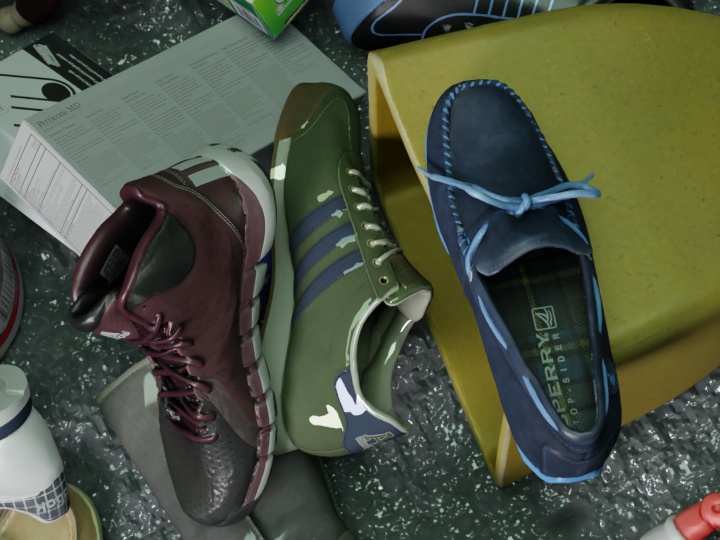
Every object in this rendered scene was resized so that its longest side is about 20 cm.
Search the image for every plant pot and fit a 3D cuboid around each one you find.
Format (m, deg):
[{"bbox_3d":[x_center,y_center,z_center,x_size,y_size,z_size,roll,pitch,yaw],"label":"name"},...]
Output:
[{"bbox_3d":[0.129,-0.030,1.400,0.199,0.194,0.196,-21,74,-6],"label":"plant pot"}]

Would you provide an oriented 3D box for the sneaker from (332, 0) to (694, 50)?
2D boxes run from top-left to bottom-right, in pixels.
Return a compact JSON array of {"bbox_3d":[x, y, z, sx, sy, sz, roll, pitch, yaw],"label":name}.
[{"bbox_3d":[0.087,-0.145,1.490,0.199,0.070,0.078,-15,67,1],"label":"sneaker"}]

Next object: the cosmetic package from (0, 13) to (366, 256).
[{"bbox_3d":[-0.093,-0.073,1.444,0.083,0.051,0.200,45,44,14],"label":"cosmetic package"}]

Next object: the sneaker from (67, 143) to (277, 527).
[{"bbox_3d":[-0.103,0.041,1.346,0.075,0.115,0.201,10,106,38],"label":"sneaker"}]

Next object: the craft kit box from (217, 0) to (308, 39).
[{"bbox_3d":[-0.057,-0.255,1.520,0.200,0.049,0.198,35,78,32],"label":"craft kit box"}]

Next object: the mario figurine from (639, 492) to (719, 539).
[{"bbox_3d":[0.222,0.138,1.411,0.123,0.106,0.200,1,59,44],"label":"mario figurine"}]

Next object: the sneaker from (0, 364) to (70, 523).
[{"bbox_3d":[-0.247,0.109,1.443,0.199,0.081,0.076,-7,31,34],"label":"sneaker"}]

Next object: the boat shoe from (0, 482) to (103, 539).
[{"bbox_3d":[-0.190,0.206,1.431,0.073,0.063,0.201,18,78,10],"label":"boat shoe"}]

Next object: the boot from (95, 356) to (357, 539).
[{"bbox_3d":[-0.084,0.145,1.432,0.182,0.073,0.200,-31,80,-17],"label":"boot"}]

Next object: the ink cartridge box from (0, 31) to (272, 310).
[{"bbox_3d":[-0.127,-0.046,1.475,0.200,0.044,0.094,36,41,14],"label":"ink cartridge box"}]

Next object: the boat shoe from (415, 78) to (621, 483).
[{"bbox_3d":[0.086,-0.004,1.257,0.084,0.069,0.201,-19,74,-10],"label":"boat shoe"}]

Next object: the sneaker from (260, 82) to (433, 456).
[{"bbox_3d":[0.000,0.000,1.410,0.090,0.067,0.201,1,79,27],"label":"sneaker"}]

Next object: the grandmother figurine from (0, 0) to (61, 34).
[{"bbox_3d":[-0.209,-0.179,1.509,0.199,0.121,0.061,4,57,26],"label":"grandmother figurine"}]

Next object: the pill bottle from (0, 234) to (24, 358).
[{"bbox_3d":[-0.253,-0.007,1.423,0.110,0.200,0.111,-2,74,7],"label":"pill bottle"}]
